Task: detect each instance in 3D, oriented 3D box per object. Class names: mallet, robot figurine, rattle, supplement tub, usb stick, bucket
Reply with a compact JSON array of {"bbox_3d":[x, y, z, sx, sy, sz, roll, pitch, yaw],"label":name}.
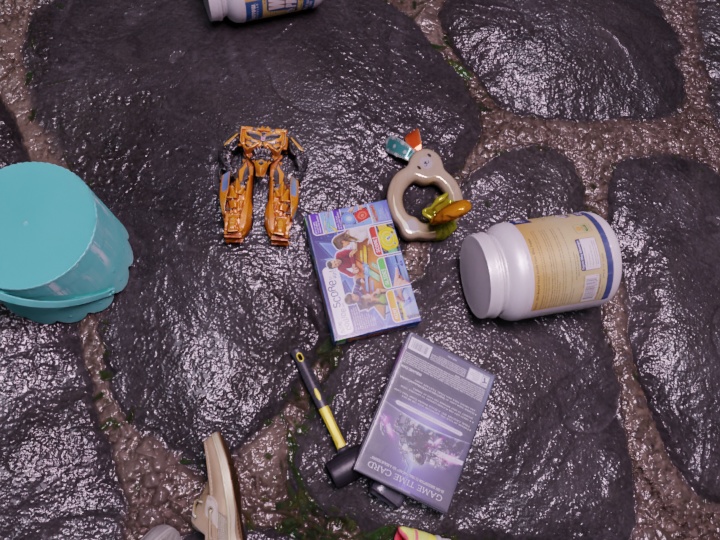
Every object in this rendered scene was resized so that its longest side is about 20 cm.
[{"bbox_3d":[-0.040,0.195,0.834,0.065,0.041,0.202,-16,70,-13],"label":"mallet"},{"bbox_3d":[-0.152,-0.139,0.921,0.143,0.058,0.202,3,71,-7],"label":"robot figurine"},{"bbox_3d":[0.098,-0.155,0.919,0.129,0.143,0.203,-5,77,9],"label":"rattle"},{"bbox_3d":[0.260,-0.005,0.879,0.197,0.145,0.146,-8,72,-10],"label":"supplement tub"},{"bbox_3d":[0.080,0.233,0.835,0.055,0.033,0.201,34,70,3],"label":"usb stick"},{"bbox_3d":[-0.429,-0.036,0.811,0.204,0.135,0.210,2,70,-5],"label":"bucket"},{"bbox_3d":[-0.170,-0.501,0.998,0.198,0.145,0.146,-17,74,-12],"label":"supplement tub"}]

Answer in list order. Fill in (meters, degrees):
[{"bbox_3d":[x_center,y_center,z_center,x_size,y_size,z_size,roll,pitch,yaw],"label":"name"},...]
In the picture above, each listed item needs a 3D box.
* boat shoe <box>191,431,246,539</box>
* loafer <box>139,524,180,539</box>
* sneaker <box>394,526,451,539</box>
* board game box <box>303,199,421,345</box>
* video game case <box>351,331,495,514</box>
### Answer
[{"bbox_3d":[-0.184,0.311,0.757,0.064,0.072,0.202,-10,79,-8],"label":"boat shoe"},{"bbox_3d":[-0.301,0.392,0.715,0.069,0.070,0.200,10,45,39],"label":"loafer"},{"bbox_3d":[0.047,0.402,0.727,0.090,0.079,0.200,26,33,9],"label":"sneaker"},{"bbox_3d":[0.000,0.000,0.903,0.134,0.035,0.202,-11,72,-11],"label":"board game box"},{"bbox_3d":[0.091,0.206,0.818,0.142,0.019,0.202,27,72,-7],"label":"video game case"}]
